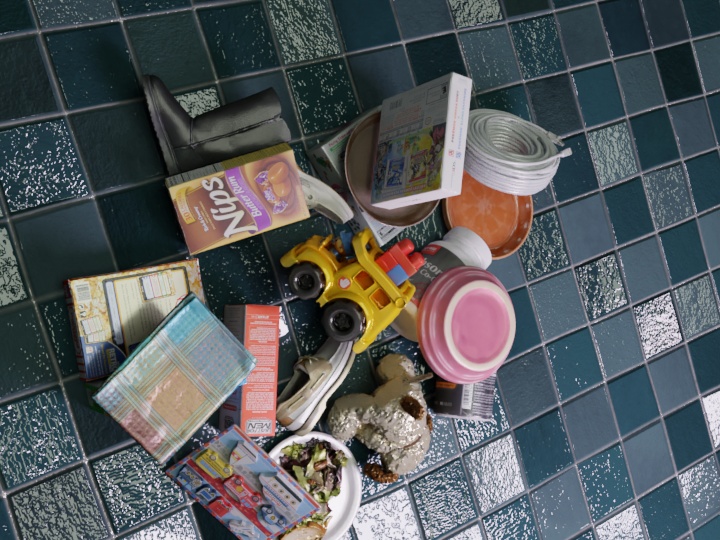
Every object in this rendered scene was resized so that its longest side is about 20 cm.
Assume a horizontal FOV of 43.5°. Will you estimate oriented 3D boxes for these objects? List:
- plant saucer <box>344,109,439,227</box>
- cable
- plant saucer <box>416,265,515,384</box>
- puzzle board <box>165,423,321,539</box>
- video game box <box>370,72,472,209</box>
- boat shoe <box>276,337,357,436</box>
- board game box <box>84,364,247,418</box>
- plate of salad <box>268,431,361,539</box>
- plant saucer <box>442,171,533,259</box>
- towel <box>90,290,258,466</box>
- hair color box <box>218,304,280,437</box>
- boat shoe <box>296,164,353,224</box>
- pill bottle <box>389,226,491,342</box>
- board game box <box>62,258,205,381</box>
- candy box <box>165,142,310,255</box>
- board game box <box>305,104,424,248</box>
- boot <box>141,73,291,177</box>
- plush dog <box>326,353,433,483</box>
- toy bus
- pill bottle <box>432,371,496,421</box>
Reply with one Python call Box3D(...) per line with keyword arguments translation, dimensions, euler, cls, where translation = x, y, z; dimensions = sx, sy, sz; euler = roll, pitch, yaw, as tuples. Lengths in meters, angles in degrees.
Box3D(translation=(0.054, -0.171, 1.531), dimensions=(0.200, 0.032, 0.201), euler=(2, 85, -28), cls="plant saucer")
Box3D(translation=(0.263, -0.219, 1.645), dimensions=(0.200, 0.069, 0.200), euler=(36, 42, 16), cls="cable")
Box3D(translation=(0.188, 0.092, 1.519), dimensions=(0.200, 0.051, 0.201), euler=(0, 90, -31), cls="plant saucer")
Box3D(translation=(-0.180, 0.339, 1.391), dimensions=(0.200, 0.151, 0.017), euler=(47, 23, -18), cls="puzzle board")
Box3D(translation=(0.093, -0.198, 1.423), dimensions=(0.047, 0.200, 0.183), euler=(14, 80, -29), cls="video game box")
Box3D(translation=(-0.073, 0.170, 1.485), dimensions=(0.068, 0.075, 0.200), euler=(37, 69, -23), cls="boat shoe")
Box3D(translation=(-0.287, 0.166, 1.325), dimensions=(0.200, 0.153, 0.040), euler=(-12, 93, -28), cls="board game box")
Box3D(translation=(-0.081, 0.367, 1.483), dimensions=(0.200, 0.048, 0.201), euler=(2, 86, -28), cls="plate of salad")
Box3D(translation=(0.237, -0.120, 1.696), dimensions=(0.200, 0.032, 0.201), euler=(3, 85, -29), cls="plant saucer")
Box3D(translation=(-0.252, 0.149, 1.248), dimensions=(0.200, 0.022, 0.147), euler=(-48, 109, -22), cls="towel")
Box3D(translation=(-0.175, 0.155, 1.416), dimensions=(0.061, 0.101, 0.201), euler=(5, 85, -28), cls="hair color box")
Box3D(translation=(-0.105, -0.127, 1.493), dimensions=(0.200, 0.071, 0.069), euler=(34, 72, -13), cls="boat shoe")
Box3D(translation=(0.133, 0.020, 1.583), dimensions=(0.200, 0.116, 0.116), euler=(-45, 107, -24), cls="pill bottle")
Box3D(translation=(-0.333, 0.072, 1.366), dimensions=(0.200, 0.046, 0.152), euler=(-10, 91, -29), cls="board game box")
Box3D(translation=(-0.190, -0.112, 1.404), dimensions=(0.200, 0.056, 0.117), euler=(-19, 116, -9), cls="candy box")
Box3D(translation=(0.022, -0.161, 1.565), dimensions=(0.147, 0.064, 0.200), euler=(-38, 106, -26), cls="board game box")
Box3D(translation=(-0.223, -0.248, 1.406), dimensions=(0.199, 0.066, 0.165), euler=(-18, 107, -8), cls="boot")
Box3D(translation=(0.066, 0.264, 1.521), dimensions=(0.200, 0.160, 0.172), euler=(-40, 129, -31), cls="plush dog")
Box3D(translation=(0.000, 0.000, 1.445), dimensions=(0.192, 0.136, 0.200), euler=(-41, 91, 19), cls="toy bus")
Box3D(translation=(0.191, 0.163, 1.611), dimensions=(0.106, 0.106, 0.201), euler=(11, 81, -27), cls="pill bottle")
